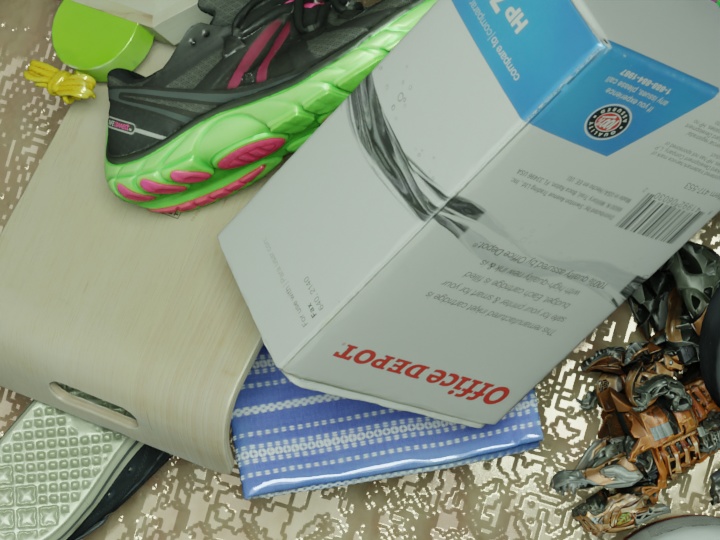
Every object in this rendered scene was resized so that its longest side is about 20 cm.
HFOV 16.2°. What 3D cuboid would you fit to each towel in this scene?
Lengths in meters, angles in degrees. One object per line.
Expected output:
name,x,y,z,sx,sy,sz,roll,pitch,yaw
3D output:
towel,0.000,0.000,1.187,0.145,0.024,0.200,-10,70,-2

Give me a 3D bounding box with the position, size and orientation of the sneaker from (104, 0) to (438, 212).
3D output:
sneaker,-0.032,-0.094,1.091,0.200,0.077,0.084,-22,73,19

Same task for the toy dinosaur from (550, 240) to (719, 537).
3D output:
toy dinosaur,0.153,0.029,1.184,0.136,0.102,0.200,46,54,-9

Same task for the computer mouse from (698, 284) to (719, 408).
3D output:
computer mouse,0.211,0.042,1.142,0.053,0.200,0.139,34,97,47

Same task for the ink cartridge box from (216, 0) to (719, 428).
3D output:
ink cartridge box,0.061,-0.035,1.062,0.200,0.146,0.086,-44,53,25

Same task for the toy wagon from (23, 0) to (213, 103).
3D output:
toy wagon,-0.095,-0.166,1.179,0.155,0.040,0.200,21,83,32

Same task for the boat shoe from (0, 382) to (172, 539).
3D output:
boat shoe,-0.109,0.060,1.208,0.075,0.062,0.200,39,75,10

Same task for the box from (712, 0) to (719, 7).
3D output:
box,0.194,-0.122,1.137,0.137,0.039,0.200,-44,60,40

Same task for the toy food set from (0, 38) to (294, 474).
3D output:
toy food set,-0.078,-0.019,1.170,0.143,0.060,0.200,20,73,23

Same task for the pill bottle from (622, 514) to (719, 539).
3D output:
pill bottle,0.151,0.165,1.109,0.109,0.200,0.110,0,87,4
